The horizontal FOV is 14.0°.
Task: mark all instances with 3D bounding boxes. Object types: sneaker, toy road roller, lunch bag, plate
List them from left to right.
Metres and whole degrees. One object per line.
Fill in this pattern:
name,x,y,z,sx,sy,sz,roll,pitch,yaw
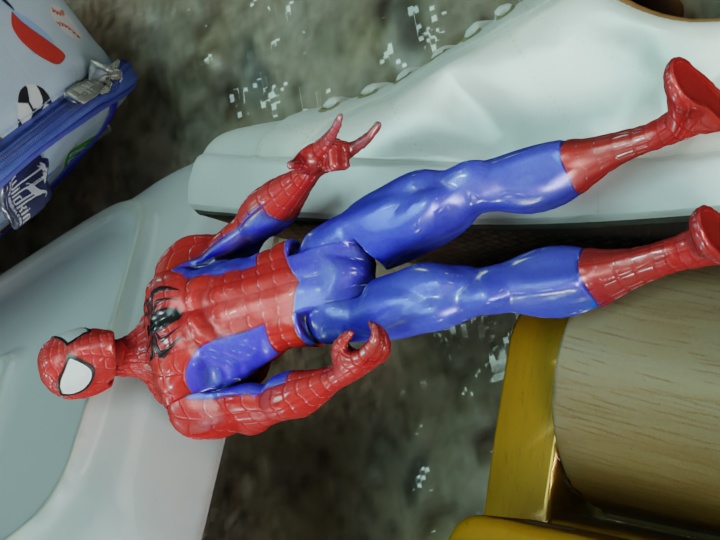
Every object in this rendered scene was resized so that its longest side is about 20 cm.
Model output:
lunch bag,-0.159,-0.013,0.917,0.200,0.160,0.076,-40,93,25
plate,-0.115,0.059,0.872,0.199,0.032,0.200,-30,30,30
sneaker,0.045,-0.047,0.814,0.200,0.073,0.085,-2,79,26
toy road roller,0.066,0.094,0.725,0.123,0.146,0.200,9,89,38

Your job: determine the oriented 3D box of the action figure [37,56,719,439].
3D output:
action figure,0.000,0.000,0.762,0.200,0.052,0.066,-20,70,26
